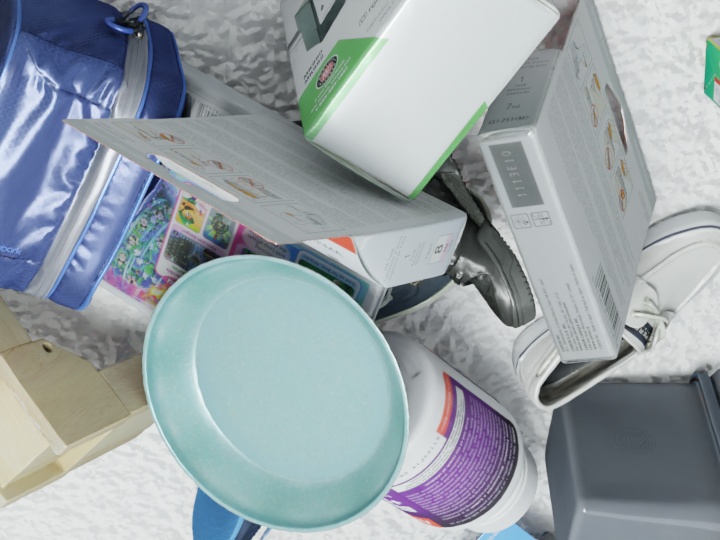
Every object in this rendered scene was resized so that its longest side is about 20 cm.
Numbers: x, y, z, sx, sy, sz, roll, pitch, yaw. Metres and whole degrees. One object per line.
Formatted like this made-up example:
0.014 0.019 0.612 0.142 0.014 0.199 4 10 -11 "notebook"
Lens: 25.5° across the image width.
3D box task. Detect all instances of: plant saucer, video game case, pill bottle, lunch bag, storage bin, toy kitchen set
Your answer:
-0.053 0.079 1.069 0.200 0.036 0.200 9 112 23 "plant saucer"
-0.074 -0.019 1.079 0.200 0.024 0.182 30 119 14 "video game case"
0.055 0.131 1.200 0.111 0.111 0.200 -37 141 13 "pill bottle"
-0.186 -0.086 1.012 0.132 0.136 0.200 20 116 -23 "lunch bag"
0.218 0.174 1.241 0.134 0.200 0.146 5 123 -2 "storage bin"
-0.267 0.067 1.139 0.163 0.180 0.200 -41 82 27 "toy kitchen set"

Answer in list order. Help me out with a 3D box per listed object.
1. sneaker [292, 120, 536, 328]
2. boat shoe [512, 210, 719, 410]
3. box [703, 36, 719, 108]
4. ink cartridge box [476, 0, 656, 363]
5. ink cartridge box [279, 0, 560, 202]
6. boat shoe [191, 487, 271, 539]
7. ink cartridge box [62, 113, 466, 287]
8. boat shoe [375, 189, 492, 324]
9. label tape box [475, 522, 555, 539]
0.028 -0.030 1.084 0.104 0.200 0.060 -29 169 -7 "sneaker"
0.204 0.034 1.211 0.200 0.066 0.072 -34 123 12 "boat shoe"
0.352 -0.132 1.099 0.200 0.117 0.048 -7 118 -6 "box"
0.147 -0.067 1.089 0.044 0.174 0.200 -6 129 26 "ink cartridge box"
0.027 -0.159 0.968 0.084 0.200 0.146 28 114 -23 "ink cartridge box"
-0.069 0.159 1.225 0.069 0.084 0.200 4 135 -34 "boat shoe"
-0.055 -0.039 0.916 0.200 0.162 0.057 -17 130 -55 "ink cartridge box"
0.000 0.000 1.140 0.200 0.075 0.062 -26 161 14 "boat shoe"
0.142 0.303 1.356 0.200 0.063 0.144 41 98 -12 "label tape box"
